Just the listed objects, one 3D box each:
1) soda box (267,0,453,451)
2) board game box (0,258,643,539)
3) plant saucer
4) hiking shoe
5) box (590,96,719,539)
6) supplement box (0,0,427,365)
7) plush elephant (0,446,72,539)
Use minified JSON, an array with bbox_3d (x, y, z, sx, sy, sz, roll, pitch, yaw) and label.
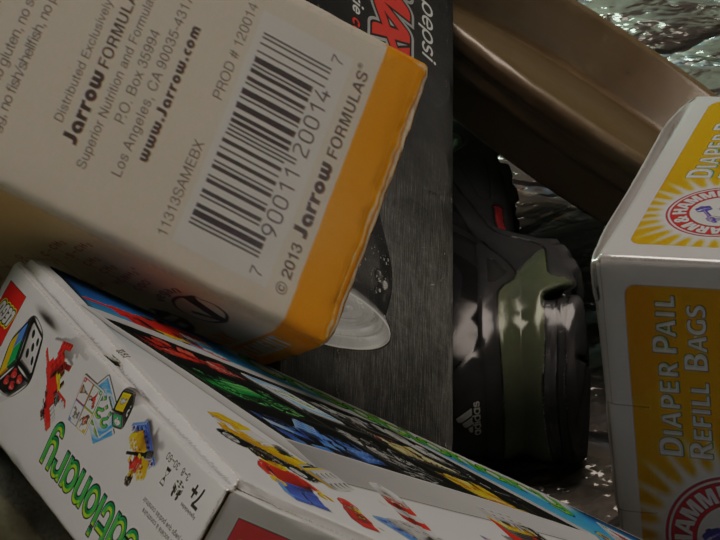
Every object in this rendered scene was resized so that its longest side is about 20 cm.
[{"bbox_3d":[-0.018,-0.015,0.768,0.063,0.071,0.201,-29,41,30],"label":"soda box"},{"bbox_3d":[0.024,0.067,0.579,0.199,0.035,0.126,26,6,-29],"label":"board game box"},{"bbox_3d":[0.077,-0.052,0.919,0.200,0.030,0.200,32,15,-10],"label":"plant saucer"},{"bbox_3d":[0.000,0.000,0.863,0.100,0.076,0.200,-6,21,-13],"label":"hiking shoe"},{"bbox_3d":[0.166,0.028,0.693,0.199,0.113,0.101,4,27,20],"label":"box"},{"bbox_3d":[-0.103,-0.045,0.628,0.199,0.074,0.126,27,-20,-16],"label":"supplement box"},{"bbox_3d":[-0.147,0.064,0.626,0.154,0.201,0.165,10,9,-15],"label":"plush elephant"}]
